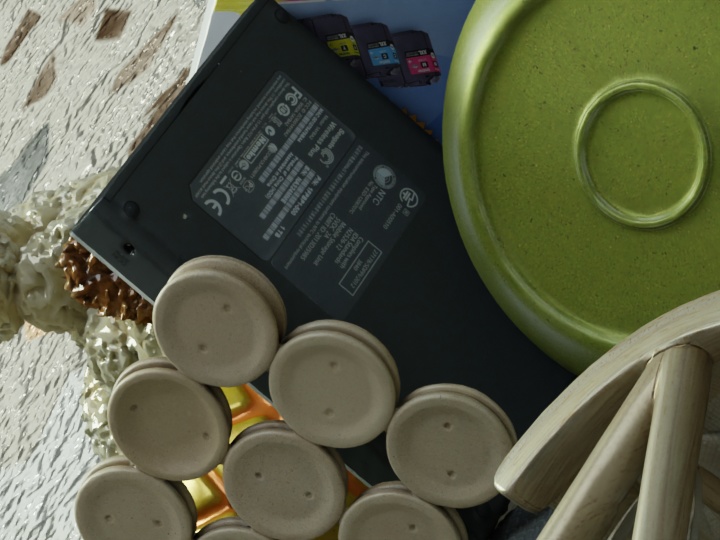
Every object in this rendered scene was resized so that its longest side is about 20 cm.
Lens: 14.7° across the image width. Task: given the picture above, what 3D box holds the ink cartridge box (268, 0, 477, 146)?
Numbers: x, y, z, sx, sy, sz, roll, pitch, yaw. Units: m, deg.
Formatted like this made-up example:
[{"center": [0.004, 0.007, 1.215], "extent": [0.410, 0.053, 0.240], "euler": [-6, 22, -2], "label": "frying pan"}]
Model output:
[{"center": [0.046, -0.081, 1.181], "extent": [0.136, 0.201, 0.076], "euler": [-3, 39, 25], "label": "ink cartridge box"}]

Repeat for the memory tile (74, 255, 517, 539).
[{"center": [-0.036, 0.099, 1.087], "extent": [0.201, 0.153, 0.017], "euler": [-66, -3, 32], "label": "memory tile"}]

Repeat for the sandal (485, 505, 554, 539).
[{"center": [0.050, 0.164, 1.059], "extent": [0.201, 0.043, 0.076], "euler": [-61, 17, -5], "label": "sandal"}]

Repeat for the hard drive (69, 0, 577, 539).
[{"center": [0.000, 0.000, 1.114], "extent": [0.033, 0.200, 0.140], "euler": [-41, 11, 51], "label": "hard drive"}]

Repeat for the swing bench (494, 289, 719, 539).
[{"center": [0.125, 0.137, 0.781], "extent": [0.130, 0.199, 0.201], "euler": [-9, 51, 55], "label": "swing bench"}]

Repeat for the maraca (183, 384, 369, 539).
[{"center": [-0.025, 0.080, 1.170], "extent": [0.136, 0.107, 0.201], "euler": [9, 84, 23], "label": "maraca"}]

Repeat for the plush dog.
[{"center": [-0.083, 0.018, 1.292], "extent": [0.161, 0.200, 0.172], "euler": [-48, 34, -5], "label": "plush dog"}]

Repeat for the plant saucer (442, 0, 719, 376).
[{"center": [0.111, -0.045, 1.052], "extent": [0.200, 0.201, 0.031], "euler": [-37, -12, 30], "label": "plant saucer"}]

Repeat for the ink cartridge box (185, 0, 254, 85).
[{"center": [-0.020, -0.150, 1.296], "extent": [0.145, 0.083, 0.201], "euler": [-83, 10, -68], "label": "ink cartridge box"}]
